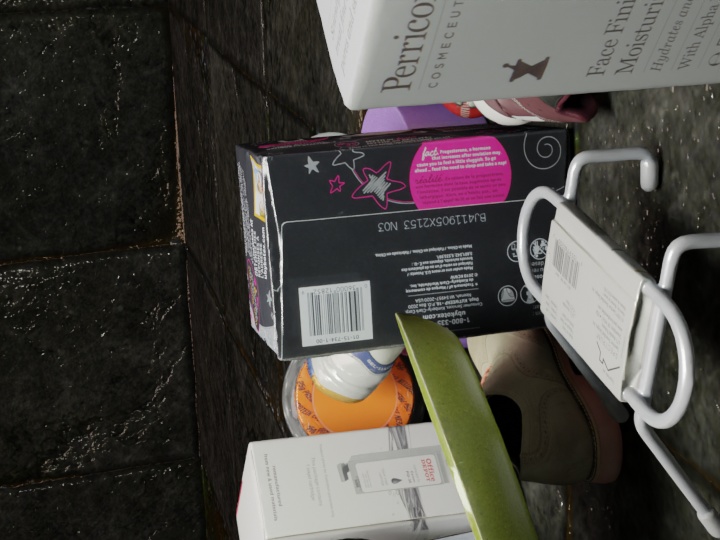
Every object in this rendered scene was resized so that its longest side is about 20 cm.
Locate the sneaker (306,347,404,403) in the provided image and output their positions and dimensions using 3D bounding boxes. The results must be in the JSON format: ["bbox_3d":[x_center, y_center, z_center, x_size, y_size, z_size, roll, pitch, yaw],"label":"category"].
[{"bbox_3d":[0.000,0.000,1.048,0.088,0.075,0.201,-45,46,42],"label":"sneaker"}]

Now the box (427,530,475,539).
[{"bbox_3d":[0.100,0.318,0.969,0.177,0.096,0.202,-126,31,-59],"label":"box"}]

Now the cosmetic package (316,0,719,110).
[{"bbox_3d":[0.080,-0.190,0.597,0.165,0.198,0.166,104,155,-55],"label":"cosmetic package"}]

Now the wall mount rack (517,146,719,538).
[{"bbox_3d":[0.147,0.038,0.712,0.200,0.074,0.175,-122,32,-60],"label":"wall mount rack"}]

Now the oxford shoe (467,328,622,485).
[{"bbox_3d":[0.101,0.076,0.893,0.200,0.073,0.071,-129,35,-65],"label":"oxford shoe"}]

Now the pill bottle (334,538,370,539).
[{"bbox_3d":[0.011,0.271,0.876,0.200,0.111,0.113,-127,33,-62],"label":"pill bottle"}]

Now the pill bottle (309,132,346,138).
[{"bbox_3d":[-0.042,-0.056,1.322,0.200,0.113,0.115,125,137,-69],"label":"pill bottle"}]

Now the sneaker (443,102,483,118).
[{"bbox_3d":[0.071,-0.156,0.940,0.201,0.076,0.085,-98,4,-52],"label":"sneaker"}]

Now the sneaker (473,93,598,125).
[{"bbox_3d":[0.102,-0.175,0.767,0.115,0.075,0.201,23,136,55],"label":"sneaker"}]

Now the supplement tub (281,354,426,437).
[{"bbox_3d":[-0.006,0.110,1.167,0.200,0.121,0.124,103,160,-85],"label":"supplement tub"}]

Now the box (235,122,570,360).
[{"bbox_3d":[0.027,-0.023,0.883,0.115,0.198,0.133,-146,51,-74],"label":"box"}]

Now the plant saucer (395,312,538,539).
[{"bbox_3d":[0.068,0.114,0.768,0.200,0.031,0.201,-21,-90,-90],"label":"plant saucer"}]

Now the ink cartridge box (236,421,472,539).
[{"bbox_3d":[0.010,0.189,1.054,0.147,0.198,0.083,105,156,-56],"label":"ink cartridge box"}]

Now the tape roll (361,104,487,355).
[{"bbox_3d":[0.053,-0.037,1.054,0.200,0.065,0.202,174,90,-77],"label":"tape roll"}]
